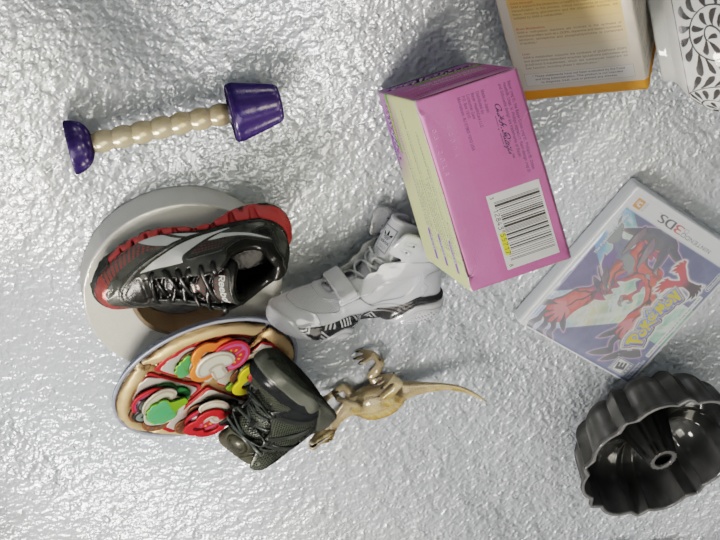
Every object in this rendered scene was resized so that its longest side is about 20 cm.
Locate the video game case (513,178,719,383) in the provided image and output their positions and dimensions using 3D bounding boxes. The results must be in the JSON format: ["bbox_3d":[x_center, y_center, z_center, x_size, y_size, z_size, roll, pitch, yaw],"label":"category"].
[{"bbox_3d":[0.296,0.016,1.668,0.182,0.023,0.200,28,112,-30],"label":"video game case"}]

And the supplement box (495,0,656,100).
[{"bbox_3d":[0.191,-0.261,1.392,0.126,0.074,0.200,-3,130,21],"label":"supplement box"}]

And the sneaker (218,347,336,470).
[{"bbox_3d":[-0.094,0.145,1.532,0.114,0.076,0.199,-39,163,-5],"label":"sneaker"}]

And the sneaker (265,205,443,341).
[{"bbox_3d":[0.000,0.000,1.531,0.200,0.075,0.115,-8,123,-27],"label":"sneaker"}]

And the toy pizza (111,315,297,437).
[{"bbox_3d":[-0.155,0.117,1.557,0.200,0.032,0.200,-18,147,-12],"label":"toy pizza"}]

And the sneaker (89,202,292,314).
[{"bbox_3d":[-0.156,0.000,1.434,0.200,0.098,0.071,-16,127,-4],"label":"sneaker"}]

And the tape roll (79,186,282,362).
[{"bbox_3d":[-0.179,0.011,1.517,0.203,0.037,0.203,-8,124,-12],"label":"tape roll"}]

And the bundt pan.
[{"bbox_3d":[0.334,0.190,1.752,0.202,0.076,0.202,-11,136,-11],"label":"bundt pan"}]

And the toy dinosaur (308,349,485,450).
[{"bbox_3d":[0.027,0.132,1.659,0.200,0.058,0.101,-19,141,6],"label":"toy dinosaur"}]

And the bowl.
[{"bbox_3d":[0.322,-0.229,1.426,0.094,0.201,0.201,-9,127,14],"label":"bowl"}]

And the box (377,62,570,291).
[{"bbox_3d":[0.100,-0.091,1.395,0.097,0.200,0.176,-19,101,-6],"label":"box"}]

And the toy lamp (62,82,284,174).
[{"bbox_3d":[-0.171,-0.134,1.410,0.200,0.058,0.058,-13,126,-5],"label":"toy lamp"}]
